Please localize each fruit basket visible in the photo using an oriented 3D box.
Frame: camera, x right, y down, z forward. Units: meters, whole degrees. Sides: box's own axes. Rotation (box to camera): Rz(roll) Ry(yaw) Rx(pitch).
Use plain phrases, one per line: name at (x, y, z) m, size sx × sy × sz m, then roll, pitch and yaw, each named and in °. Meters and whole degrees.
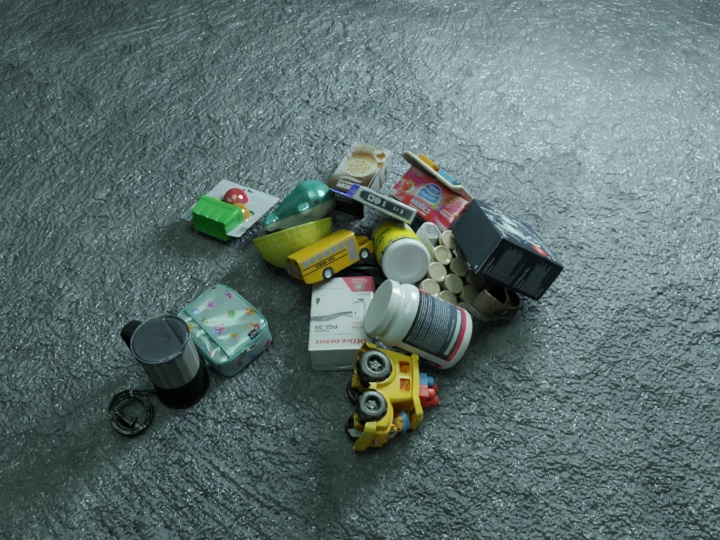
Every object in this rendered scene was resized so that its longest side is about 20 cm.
fruit basket at (-0.344, -0.163, 1.692) m, size 0.185 × 0.094 × 0.200 m, roll 20°, pitch 38°, yaw 17°

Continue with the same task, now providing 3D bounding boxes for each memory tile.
memory tile at (0.225, 0.013, 1.502) m, size 0.153 × 0.017 × 0.200 m, roll 33°, pitch 60°, yaw -12°

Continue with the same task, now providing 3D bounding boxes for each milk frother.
milk frother at (-0.430, 0.219, 1.301) m, size 0.180 × 0.188 × 0.200 m, roll 8°, pitch 51°, yaw 10°

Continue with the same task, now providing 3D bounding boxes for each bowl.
bowl at (-0.153, -0.052, 1.550) m, size 0.199 × 0.200 × 0.108 m, roll -16°, pitch 95°, yaw -11°

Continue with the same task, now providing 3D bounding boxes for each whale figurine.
whale figurine at (-0.166, -0.166, 1.636) m, size 0.199 × 0.104 × 0.159 m, roll -21°, pitch 10°, yaw -4°

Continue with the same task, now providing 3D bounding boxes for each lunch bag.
lunch bag at (-0.309, 0.135, 1.436) m, size 0.160 × 0.077 × 0.200 m, roll -38°, pitch 59°, yaw -26°

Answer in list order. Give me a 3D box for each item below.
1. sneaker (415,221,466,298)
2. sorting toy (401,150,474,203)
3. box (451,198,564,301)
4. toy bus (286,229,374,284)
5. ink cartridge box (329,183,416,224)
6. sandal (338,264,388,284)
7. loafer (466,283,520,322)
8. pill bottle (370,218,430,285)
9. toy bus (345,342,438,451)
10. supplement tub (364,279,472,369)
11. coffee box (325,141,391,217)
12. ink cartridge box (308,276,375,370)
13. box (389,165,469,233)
sneaker at (0.191, -0.015, 1.557) m, size 0.073 × 0.085 × 0.201 m, roll -12°, pitch 70°, yaw -31°
sorting toy at (0.219, -0.238, 1.666) m, size 0.200 × 0.185 × 0.037 m, roll 40°, pitch 97°, yaw 31°
box at (0.333, -0.050, 1.460) m, size 0.182 × 0.104 × 0.200 m, roll 21°, pitch 25°, yaw -22°
toy bus at (-0.067, -0.035, 1.473) m, size 0.200 × 0.079 × 0.065 m, roll -29°, pitch 23°, yaw -27°
ink cartridge box at (0.025, -0.174, 1.544) m, size 0.199 × 0.198 × 0.044 m, roll 22°, pitch 96°, yaw -8°
sandal at (-0.001, 0.000, 1.531) m, size 0.199 × 0.076 × 0.043 m, roll 15°, pitch 91°, yaw 14°
loafer at (0.313, 0.069, 1.422) m, size 0.073 × 0.071 × 0.200 m, roll 41°, pitch 26°, yaw 22°
pill bottle at (0.087, -0.052, 1.519) m, size 0.112 × 0.113 × 0.200 m, roll -11°, pitch 24°, yaw -7°
toy bus at (0.071, 0.266, 1.296) m, size 0.191 × 0.136 × 0.201 m, roll 10°, pitch 52°, yaw -10°
supplement tub at (0.123, 0.114, 1.354) m, size 0.199 × 0.140 × 0.141 m, roll 25°, pitch 50°, yaw -16°
coffee box at (-0.003, -0.252, 1.740) m, size 0.114 × 0.080 × 0.200 m, roll 17°, pitch 53°, yaw 15°
ink cartridge box at (-0.038, 0.117, 1.435) m, size 0.146 × 0.083 × 0.201 m, roll -2°, pitch 51°, yaw 3°
box at (0.185, -0.170, 1.636) m, size 0.200 × 0.095 × 0.100 m, roll 40°, pitch 91°, yaw 29°
